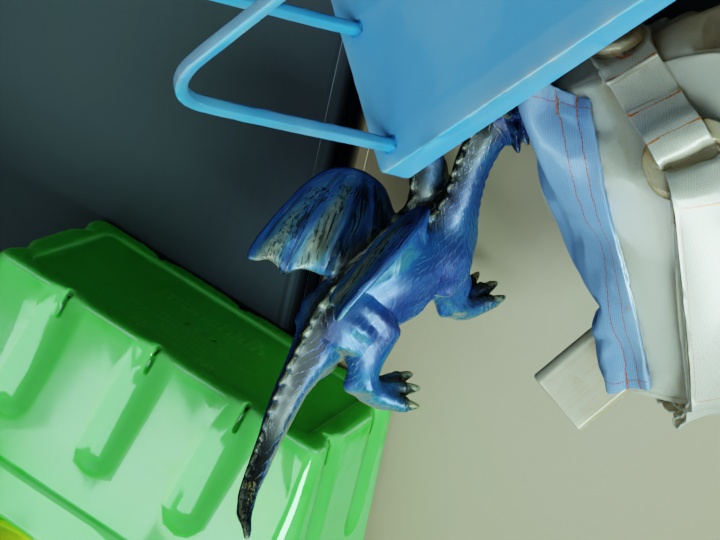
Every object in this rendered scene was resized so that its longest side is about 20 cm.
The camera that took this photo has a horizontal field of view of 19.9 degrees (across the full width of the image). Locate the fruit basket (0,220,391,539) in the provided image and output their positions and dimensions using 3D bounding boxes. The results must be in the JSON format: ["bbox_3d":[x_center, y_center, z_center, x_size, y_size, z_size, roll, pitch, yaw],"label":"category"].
[{"bbox_3d":[-0.111,0.108,0.871,0.215,0.156,0.216,4,101,20],"label":"fruit basket"}]

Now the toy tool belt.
[{"bbox_3d":[0.094,-0.042,0.707,0.123,0.125,0.200,-12,107,23],"label":"toy tool belt"}]

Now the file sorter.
[{"bbox_3d":[-0.003,-0.155,0.655,0.139,0.123,0.200,-33,63,37],"label":"file sorter"}]

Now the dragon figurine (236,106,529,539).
[{"bbox_3d":[0.000,0.000,0.771,0.059,0.200,0.099,33,157,36],"label":"dragon figurine"}]
